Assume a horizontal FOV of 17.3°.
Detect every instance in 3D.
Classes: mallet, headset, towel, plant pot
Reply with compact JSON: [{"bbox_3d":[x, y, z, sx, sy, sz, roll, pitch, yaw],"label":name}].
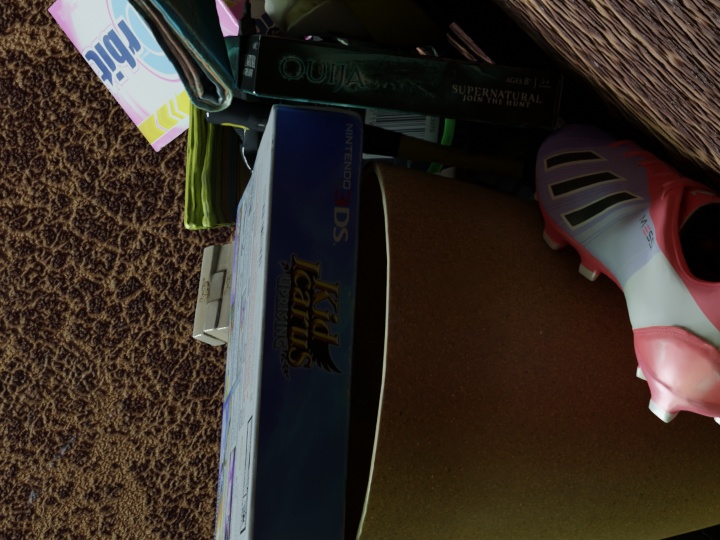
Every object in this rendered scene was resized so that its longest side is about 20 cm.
[{"bbox_3d":[0.026,-0.057,1.108,0.200,0.041,0.066,11,-178,-4],"label":"mallet"},{"bbox_3d":[-0.022,-0.113,1.236,0.200,0.123,0.094,59,177,-8],"label":"headset"},{"bbox_3d":[-0.102,-0.183,1.050,0.147,0.022,0.200,54,-160,-64],"label":"towel"},{"bbox_3d":[0.092,0.055,1.066,0.200,0.187,0.186,6,-173,-8],"label":"plant pot"},{"bbox_3d":[-0.049,-0.071,1.348,0.018,0.086,0.200,6,-173,21],"label":"towel"}]

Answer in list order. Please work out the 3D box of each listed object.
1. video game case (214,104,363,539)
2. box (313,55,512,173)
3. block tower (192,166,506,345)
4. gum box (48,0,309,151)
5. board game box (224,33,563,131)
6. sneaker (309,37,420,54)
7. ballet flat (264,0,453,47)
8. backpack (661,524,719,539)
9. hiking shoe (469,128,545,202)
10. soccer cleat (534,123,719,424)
[{"bbox_3d":[-0.034,0.045,1.096,0.045,0.200,0.181,5,167,-8],"label":"video game case"},{"bbox_3d":[0.032,-0.034,1.390,0.106,0.122,0.200,0,162,21],"label":"box"},{"bbox_3d":[0.000,0.000,1.221,0.058,0.054,0.200,26,152,-39],"label":"block tower"},{"bbox_3d":[-0.104,-0.155,1.428,0.114,0.066,0.200,54,152,-4],"label":"gum box"},{"bbox_3d":[0.007,-0.090,1.109,0.135,0.028,0.200,6,-175,-10],"label":"board game box"},{"bbox_3d":[-0.021,-0.163,1.481,0.200,0.072,0.083,39,-147,19],"label":"sneaker"},{"bbox_3d":[-0.027,-0.148,1.106,0.067,0.067,0.200,46,-178,37],"label":"ballet flat"},{"bbox_3d":[0.140,0.101,1.212,0.200,0.176,0.153,22,140,17],"label":"backpack"},{"bbox_3d":[0.136,0.012,1.322,0.200,0.076,0.101,44,-177,-34],"label":"hiking shoe"},{"bbox_3d":[0.125,-0.016,0.963,0.067,0.077,0.200,11,-150,-20],"label":"soccer cleat"}]
